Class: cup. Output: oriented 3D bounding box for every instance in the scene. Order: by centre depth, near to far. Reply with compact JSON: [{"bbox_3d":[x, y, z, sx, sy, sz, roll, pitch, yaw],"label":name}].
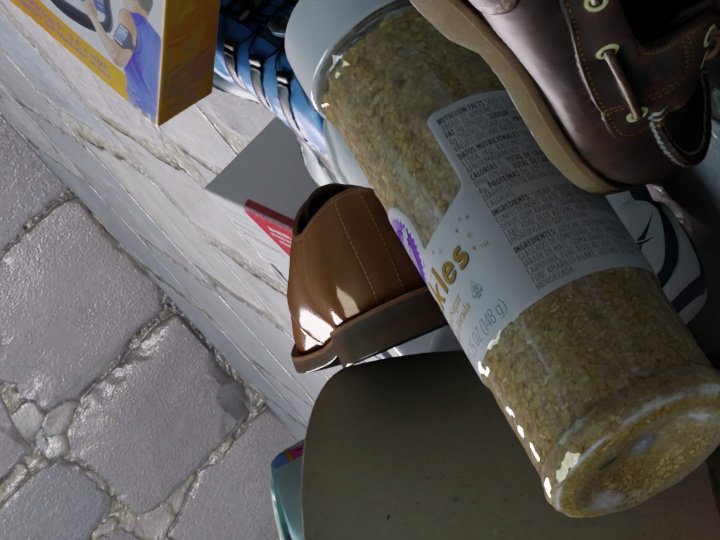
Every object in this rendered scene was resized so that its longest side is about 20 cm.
[{"bbox_3d":[0.086,0.114,0.806,0.200,0.143,0.201,51,-151,-43],"label":"cup"}]

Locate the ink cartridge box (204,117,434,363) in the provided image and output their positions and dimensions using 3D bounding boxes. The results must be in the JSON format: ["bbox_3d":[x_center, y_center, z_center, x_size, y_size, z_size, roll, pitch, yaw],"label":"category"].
[{"bbox_3d":[0.024,0.007,1.148,0.200,0.084,0.144,48,170,-25],"label":"ink cartridge box"}]

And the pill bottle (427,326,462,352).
[{"bbox_3d":[0.106,0.082,1.015,0.114,0.114,0.200,40,171,27],"label":"pill bottle"}]

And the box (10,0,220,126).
[{"bbox_3d":[-0.110,-0.168,0.884,0.119,0.041,0.200,40,149,21],"label":"box"}]

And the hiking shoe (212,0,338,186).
[{"bbox_3d":[-0.031,-0.107,0.965,0.200,0.074,0.087,39,159,-7],"label":"hiking shoe"}]

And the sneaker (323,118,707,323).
[{"bbox_3d":[0.043,-0.055,0.801,0.199,0.079,0.130,44,167,41],"label":"sneaker"}]

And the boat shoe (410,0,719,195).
[{"bbox_3d":[0.070,-0.076,0.581,0.200,0.070,0.071,32,-129,-59],"label":"boat shoe"}]

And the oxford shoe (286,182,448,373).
[{"bbox_3d":[0.000,0.000,0.833,0.200,0.071,0.071,140,106,-80],"label":"oxford shoe"}]

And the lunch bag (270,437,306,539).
[{"bbox_3d":[0.031,0.156,0.976,0.201,0.077,0.160,67,-169,3],"label":"lunch bag"}]

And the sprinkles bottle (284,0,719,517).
[{"bbox_3d":[0.045,-0.018,0.668,0.200,0.068,0.068,60,180,30],"label":"sprinkles bottle"}]
